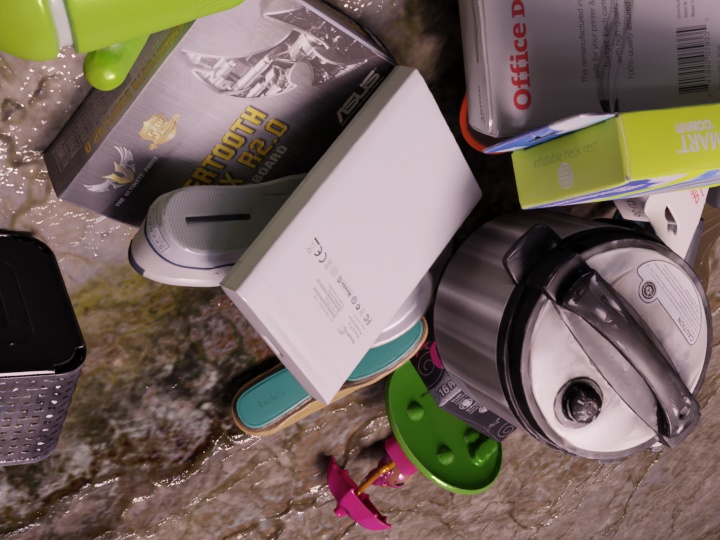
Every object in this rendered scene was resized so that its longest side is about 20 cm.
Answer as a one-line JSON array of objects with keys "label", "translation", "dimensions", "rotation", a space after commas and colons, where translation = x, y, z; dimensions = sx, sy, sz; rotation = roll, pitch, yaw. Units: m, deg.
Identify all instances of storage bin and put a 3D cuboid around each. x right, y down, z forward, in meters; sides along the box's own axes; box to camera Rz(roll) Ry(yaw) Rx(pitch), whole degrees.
[{"label": "storage bin", "translation": [-0.297, 0.052, 0.709], "dimensions": [0.199, 0.136, 0.094], "rotation": [0, 133, -34]}]

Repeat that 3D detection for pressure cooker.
[{"label": "pressure cooker", "translation": [0.165, 0.049, 0.819], "dimensions": [0.175, 0.200, 0.180], "rotation": [3, 98, -20]}]

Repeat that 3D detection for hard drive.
[{"label": "hard drive", "translation": [0.001, -0.024, 0.749], "dimensions": [0.200, 0.027, 0.132], "rotation": [-52, 135, -19]}]

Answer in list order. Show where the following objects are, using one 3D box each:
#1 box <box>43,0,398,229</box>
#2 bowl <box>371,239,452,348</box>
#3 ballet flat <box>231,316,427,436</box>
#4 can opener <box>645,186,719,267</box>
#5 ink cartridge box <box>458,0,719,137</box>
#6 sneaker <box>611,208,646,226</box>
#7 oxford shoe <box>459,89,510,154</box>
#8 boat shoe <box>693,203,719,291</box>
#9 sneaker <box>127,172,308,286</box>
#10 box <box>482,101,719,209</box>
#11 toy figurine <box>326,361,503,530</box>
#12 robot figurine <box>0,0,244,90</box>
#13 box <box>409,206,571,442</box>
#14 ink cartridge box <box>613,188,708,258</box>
[{"label": "box", "translation": [-0.094, -0.109, 0.741], "dimensions": [0.200, 0.048, 0.158], "rotation": [-47, 141, 18]}, {"label": "bowl", "translation": [0.000, 0.000, 0.893], "dimensions": [0.200, 0.091, 0.202], "rotation": [-18, 140, -16]}, {"label": "ballet flat", "translation": [-0.029, 0.090, 1.008], "dimensions": [0.199, 0.069, 0.063], "rotation": [-26, 166, 0]}, {"label": "can opener", "translation": [0.282, -0.031, 0.935], "dimensions": [0.053, 0.067, 0.202], "rotation": [6, 101, -27]}, {"label": "ink cartridge box", "translation": [0.169, -0.176, 0.729], "dimensions": [0.198, 0.084, 0.146], "rotation": [-8, 102, -5]}, {"label": "sneaker", "translation": [0.276, -0.102, 0.994], "dimensions": [0.095, 0.079, 0.201], "rotation": [17, 114, -33]}, {"label": "oxford shoe", "translation": [0.131, -0.186, 0.810], "dimensions": [0.071, 0.073, 0.201], "rotation": [30, 105, -4]}, {"label": "boat shoe", "translation": [0.327, -0.035, 1.110], "dimensions": [0.073, 0.063, 0.201], "rotation": [-26, 137, -14]}, {"label": "sneaker", "translation": [-0.073, -0.027, 0.765], "dimensions": [0.199, 0.074, 0.071], "rotation": [2, 160, -40]}, {"label": "box", "translation": [0.196, -0.077, 0.704], "dimensions": [0.199, 0.048, 0.122], "rotation": [-8, 178, -23]}, {"label": "toy figurine", "translation": [0.047, 0.194, 1.142], "dimensions": [0.184, 0.151, 0.200], "rotation": [-43, 168, 37]}, {"label": "robot figurine", "translation": [-0.135, -0.182, 0.576], "dimensions": [0.199, 0.116, 0.176], "rotation": [-20, 140, -14]}, {"label": "box", "translation": [0.150, 0.043, 1.023], "dimensions": [0.200, 0.115, 0.132], "rotation": [-42, 140, 11]}, {"label": "ink cartridge box", "translation": [0.239, -0.115, 0.858], "dimensions": [0.116, 0.067, 0.201], "rotation": [41, 64, -51]}]
